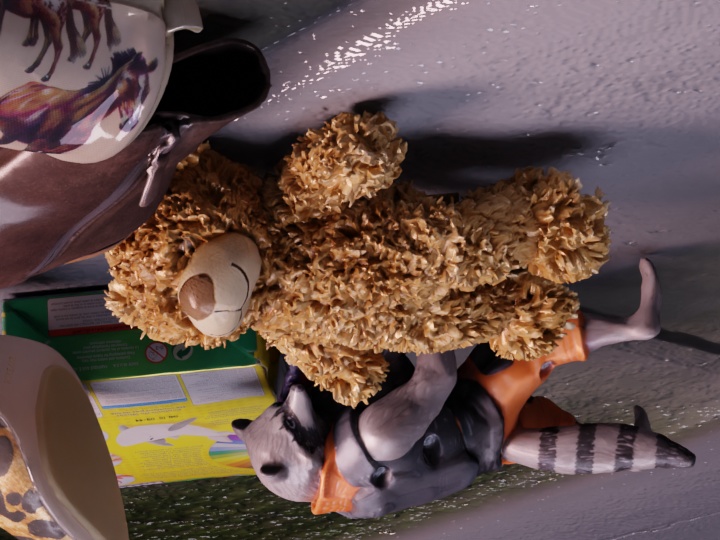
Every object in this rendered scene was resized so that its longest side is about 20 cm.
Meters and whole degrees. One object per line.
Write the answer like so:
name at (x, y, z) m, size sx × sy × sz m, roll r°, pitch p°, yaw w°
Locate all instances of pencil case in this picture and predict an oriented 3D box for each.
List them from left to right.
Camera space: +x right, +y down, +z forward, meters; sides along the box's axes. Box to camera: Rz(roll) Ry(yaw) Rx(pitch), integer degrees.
pencil case at (-0.149, -0.087, 0.881) m, size 0.200 × 0.078 × 0.089 m, roll 12°, pitch 159°, yaw -38°

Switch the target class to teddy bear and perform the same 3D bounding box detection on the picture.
teddy bear at (0.000, 0.000, 1.142) m, size 0.200 × 0.067 × 0.145 m, roll 15°, pitch 142°, yaw -27°

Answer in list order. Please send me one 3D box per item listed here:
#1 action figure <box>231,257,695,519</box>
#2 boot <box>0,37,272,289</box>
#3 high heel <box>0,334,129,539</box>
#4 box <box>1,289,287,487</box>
action figure at (0.041, 0.054, 1.271) m, size 0.193 × 0.105 × 0.200 m, roll -13°, pitch 153°, yaw -8°
boot at (-0.145, -0.027, 1.021) m, size 0.200 × 0.072 × 0.166 m, roll -19°, pitch 171°, yaw -38°
high heel at (-0.192, 0.072, 1.247) m, size 0.142 × 0.071 × 0.200 m, roll -19°, pitch 120°, yaw 25°
box at (-0.091, 0.060, 1.359) m, size 0.117 × 0.048 × 0.200 m, roll -5°, pitch 158°, yaw 2°
